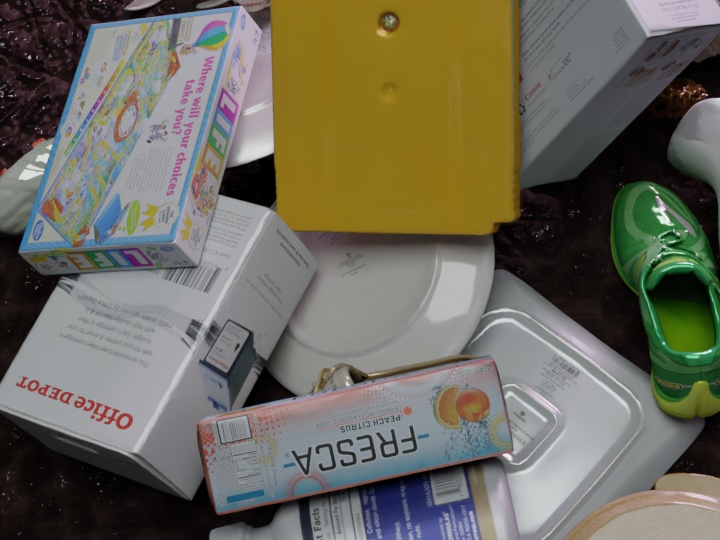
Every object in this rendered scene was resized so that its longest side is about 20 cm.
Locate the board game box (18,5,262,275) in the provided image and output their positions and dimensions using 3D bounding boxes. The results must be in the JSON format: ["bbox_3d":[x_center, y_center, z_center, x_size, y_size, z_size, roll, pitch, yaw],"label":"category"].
[{"bbox_3d":[-0.157,-0.093,1.552,0.134,0.034,0.200,-3,58,29],"label":"board game box"}]

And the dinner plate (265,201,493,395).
[{"bbox_3d":[0.000,0.000,1.563,0.200,0.024,0.200,-9,67,23],"label":"dinner plate"}]

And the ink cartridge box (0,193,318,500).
[{"bbox_3d":[-0.145,0.043,1.533,0.146,0.086,0.200,16,71,35],"label":"ink cartridge box"}]

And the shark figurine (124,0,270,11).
[{"bbox_3d":[-0.098,-0.251,1.688,0.128,0.090,0.214,-13,16,-29],"label":"shark figurine"}]

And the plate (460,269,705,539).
[{"bbox_3d":[0.109,0.114,1.531,0.200,0.032,0.200,37,72,22],"label":"plate"}]

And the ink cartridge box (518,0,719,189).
[{"bbox_3d":[0.136,-0.182,1.526,0.084,0.200,0.176,-14,68,-37],"label":"ink cartridge box"}]

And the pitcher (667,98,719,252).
[{"bbox_3d":[0.331,-0.033,1.545,0.171,0.121,0.200,-8,50,-15],"label":"pitcher"}]

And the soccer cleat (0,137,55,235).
[{"bbox_3d":[-0.186,-0.074,1.634,0.200,0.069,0.078,-24,45,-10],"label":"soccer cleat"}]

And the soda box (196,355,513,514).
[{"bbox_3d":[-0.003,0.107,1.415,0.200,0.068,0.064,-12,90,2],"label":"soda box"}]

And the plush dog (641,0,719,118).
[{"bbox_3d":[0.220,-0.209,1.610,0.160,0.200,0.172,-8,27,33],"label":"plush dog"}]

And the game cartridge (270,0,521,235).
[{"bbox_3d":[0.024,-0.125,1.509,0.176,0.032,0.200,2,100,16],"label":"game cartridge"}]

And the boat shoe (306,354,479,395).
[{"bbox_3d":[-0.005,0.096,1.484,0.200,0.069,0.074,-11,32,-3],"label":"boat shoe"}]

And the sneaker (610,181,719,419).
[{"bbox_3d":[0.227,0.008,1.536,0.074,0.084,0.200,-8,52,-5],"label":"sneaker"}]

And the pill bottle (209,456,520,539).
[{"bbox_3d":[0.007,0.196,1.425,0.200,0.116,0.116,-12,62,3],"label":"pill bottle"}]

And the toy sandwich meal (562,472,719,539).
[{"bbox_3d":[0.209,0.233,1.443,0.205,0.070,0.205,-2,69,4],"label":"toy sandwich meal"}]

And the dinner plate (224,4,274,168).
[{"bbox_3d":[-0.098,-0.147,1.619,0.200,0.024,0.200,-9,41,8],"label":"dinner plate"}]
